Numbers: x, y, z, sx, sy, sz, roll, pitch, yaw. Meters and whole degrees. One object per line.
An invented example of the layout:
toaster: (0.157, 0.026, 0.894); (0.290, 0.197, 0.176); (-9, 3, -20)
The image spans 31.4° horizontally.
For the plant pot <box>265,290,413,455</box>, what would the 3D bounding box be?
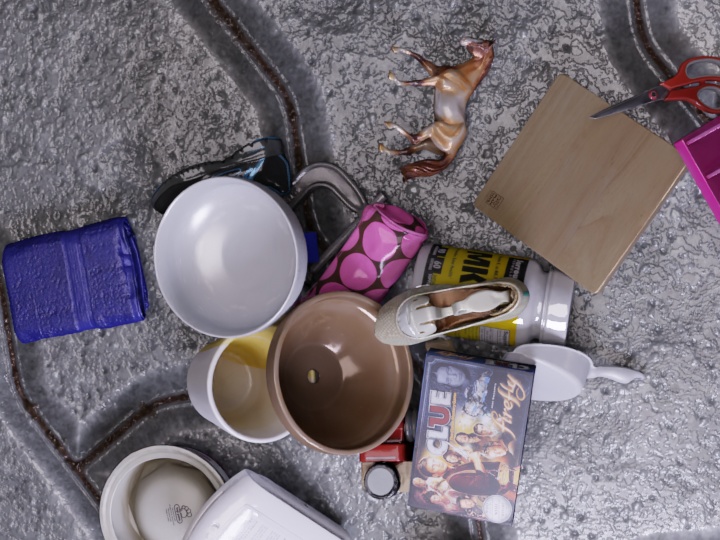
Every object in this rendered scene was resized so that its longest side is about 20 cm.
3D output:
plant pot: (-0.040, 0.130, 1.608); (0.200, 0.093, 0.202); (4, 81, -29)

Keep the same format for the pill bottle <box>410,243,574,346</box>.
pill bottle: (0.169, 0.035, 1.631); (0.199, 0.114, 0.115); (8, 97, 11)

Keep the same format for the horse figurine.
horse figurine: (0.096, -0.207, 1.650); (0.132, 0.050, 0.201); (7, 89, -6)

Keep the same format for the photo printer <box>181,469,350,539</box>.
photo printer: (-0.134, 0.367, 1.699); (0.200, 0.069, 0.167); (37, 91, -27)

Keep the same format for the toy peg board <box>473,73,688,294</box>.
toy peg board: (0.286, -0.105, 1.615); (0.199, 0.098, 0.200); (38, 101, 22)

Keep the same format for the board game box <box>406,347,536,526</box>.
board game box: (0.136, 0.205, 1.582); (0.135, 0.035, 0.201); (9, 103, 11)

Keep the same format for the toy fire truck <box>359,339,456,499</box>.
toy fire truck: (0.086, 0.195, 1.671); (0.175, 0.129, 0.201); (-2, 83, 13)

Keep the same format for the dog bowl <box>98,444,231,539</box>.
dog bowl: (-0.256, 0.332, 1.775); (0.199, 0.074, 0.201); (1, 95, 12)

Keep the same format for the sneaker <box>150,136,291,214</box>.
sneaker: (-0.187, -0.109, 1.715); (0.199, 0.073, 0.082); (-21, 89, 14)

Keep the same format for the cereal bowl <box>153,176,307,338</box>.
cereal bowl: (-0.152, -0.016, 1.594); (0.199, 0.083, 0.201); (0, 90, 22)

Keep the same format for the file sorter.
file sorter: (0.495, -0.107, 1.512); (0.125, 0.139, 0.201); (-31, 88, 40)

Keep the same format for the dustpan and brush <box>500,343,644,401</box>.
dustpan and brush: (0.266, 0.130, 1.632); (0.199, 0.140, 0.057); (16, 63, -5)

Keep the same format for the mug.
mug: (-0.144, 0.136, 1.693); (0.186, 0.153, 0.150); (-42, 104, -23)

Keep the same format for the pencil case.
pencil case: (0.000, 0.000, 1.662); (0.094, 0.091, 0.200); (37, 110, 3)

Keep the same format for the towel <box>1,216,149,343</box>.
towel: (-0.397, 0.015, 1.791); (0.199, 0.050, 0.149); (-11, 86, 14)

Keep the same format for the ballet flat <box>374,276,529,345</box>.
ballet flat: (0.105, 0.044, 1.554); (0.199, 0.062, 0.068); (-16, 84, 11)

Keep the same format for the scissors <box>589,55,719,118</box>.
scissors: (0.364, -0.223, 1.565); (0.199, 0.014, 0.074); (-5, 86, -15)

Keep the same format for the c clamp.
c clamp: (-0.048, -0.050, 1.714); (0.200, 0.027, 0.171); (-40, 85, 14)

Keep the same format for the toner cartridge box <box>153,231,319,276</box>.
toner cartridge box: (-0.164, -0.022, 1.693); (0.199, 0.095, 0.043); (-5, 90, 21)
